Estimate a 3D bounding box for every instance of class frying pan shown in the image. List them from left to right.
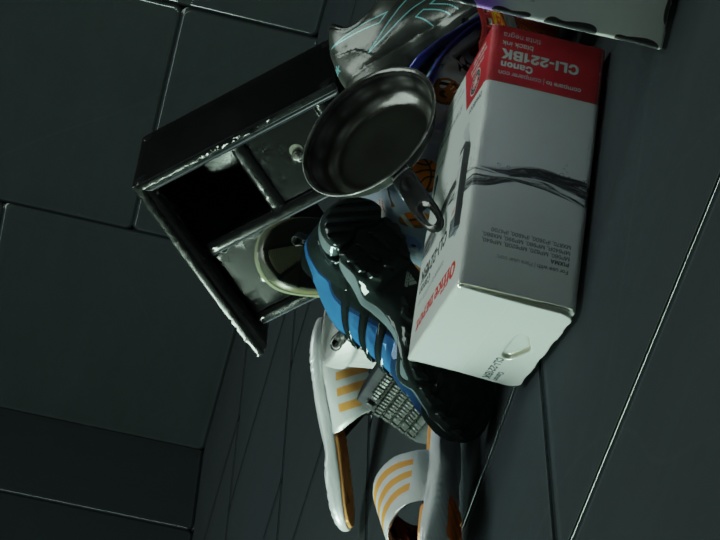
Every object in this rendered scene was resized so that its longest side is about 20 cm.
[{"bbox_3d":[0.032,-0.087,1.503,0.190,0.031,0.115,23,73,48],"label":"frying pan"}]

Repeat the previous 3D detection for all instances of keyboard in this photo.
[{"bbox_3d":[0.026,0.077,1.683,0.021,0.127,0.200,-48,-5,-23],"label":"keyboard"}]

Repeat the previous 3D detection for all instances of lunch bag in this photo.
[{"bbox_3d":[0.066,-0.088,1.640,0.170,0.124,0.200,124,167,-57],"label":"lunch bag"}]

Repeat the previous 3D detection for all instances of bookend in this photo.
[{"bbox_3d":[-0.057,-0.061,1.816,0.200,0.198,0.092,56,-162,-27],"label":"bookend"}]

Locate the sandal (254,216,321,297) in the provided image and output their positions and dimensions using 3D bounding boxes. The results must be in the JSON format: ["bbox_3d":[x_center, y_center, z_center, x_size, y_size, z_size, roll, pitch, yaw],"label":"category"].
[{"bbox_3d":[-0.001,-0.001,1.706,0.057,0.200,0.080,-36,50,52],"label":"sandal"}]

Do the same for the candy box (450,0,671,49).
[{"bbox_3d":[0.103,-0.238,1.283,0.072,0.199,0.168,-119,42,-77],"label":"candy box"}]

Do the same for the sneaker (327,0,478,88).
[{"bbox_3d":[0.060,-0.206,1.677,0.079,0.200,0.075,63,-165,17],"label":"sneaker"}]

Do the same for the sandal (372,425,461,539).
[{"bbox_3d":[0.041,0.164,1.560,0.207,0.059,0.079,-82,-19,-60],"label":"sandal"}]

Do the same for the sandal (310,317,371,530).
[{"bbox_3d":[-0.008,0.146,2.059,0.079,0.059,0.207,-5,-93,-84],"label":"sandal"}]

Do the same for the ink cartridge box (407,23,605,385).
[{"bbox_3d":[0.099,-0.042,1.445,0.144,0.083,0.201,118,162,-64],"label":"ink cartridge box"}]

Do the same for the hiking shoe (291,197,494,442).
[{"bbox_3d":[0.029,0.040,1.566,0.200,0.074,0.087,59,151,4],"label":"hiking shoe"}]

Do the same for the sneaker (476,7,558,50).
[{"bbox_3d":[0.119,-0.187,1.499,0.073,0.077,0.200,44,163,39],"label":"sneaker"}]

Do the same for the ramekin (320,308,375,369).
[{"bbox_3d":[0.033,-0.004,1.859,0.202,0.094,0.203,-168,90,-82],"label":"ramekin"}]
